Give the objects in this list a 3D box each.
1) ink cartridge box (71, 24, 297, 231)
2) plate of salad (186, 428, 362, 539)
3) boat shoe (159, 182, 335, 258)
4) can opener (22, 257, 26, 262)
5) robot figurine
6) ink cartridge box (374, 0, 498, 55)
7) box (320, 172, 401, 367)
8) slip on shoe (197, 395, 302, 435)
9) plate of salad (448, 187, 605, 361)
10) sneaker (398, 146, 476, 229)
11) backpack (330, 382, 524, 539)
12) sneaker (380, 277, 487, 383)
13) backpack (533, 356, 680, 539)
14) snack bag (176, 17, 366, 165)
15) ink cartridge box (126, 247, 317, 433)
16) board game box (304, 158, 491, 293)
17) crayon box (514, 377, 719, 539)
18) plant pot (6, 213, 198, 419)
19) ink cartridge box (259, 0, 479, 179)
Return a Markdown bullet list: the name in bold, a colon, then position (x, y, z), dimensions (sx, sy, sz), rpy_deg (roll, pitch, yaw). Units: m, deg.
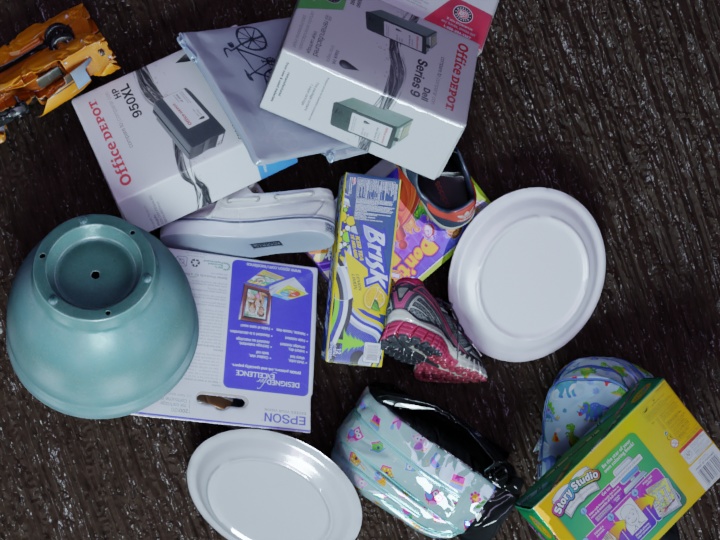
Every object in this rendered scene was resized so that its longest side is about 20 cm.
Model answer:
- **ink cartridge box**: position (-0.187, -0.148, 1.365), dimensions (0.198, 0.084, 0.146), rpy_deg (-26, 65, -7)
- **plate of salad**: position (-0.091, 0.240, 1.384), dimensions (0.197, 0.048, 0.202), rpy_deg (9, 128, 12)
- **boat shoe**: position (-0.122, -0.067, 1.396), dimensions (0.199, 0.075, 0.087), rpy_deg (-4, 66, 19)
- **can opener**: position (-0.292, 0.057, 1.401), dimensions (0.201, 0.052, 0.066), rpy_deg (52, 49, -7)
- **robot figurine**: position (-0.357, -0.198, 1.351), dimensions (0.199, 0.145, 0.058), rpy_deg (-33, 132, -4)
- **ink cartridge box**: position (0.085, -0.337, 1.408), dimensions (0.144, 0.083, 0.202), rpy_deg (23, 70, -8)
- **box**: position (0.000, 0.000, 1.380), dimensions (0.063, 0.070, 0.203), rpy_deg (7, 89, -6)
- **slip on shoe**: position (-0.153, 0.134, 1.408), dimensions (0.198, 0.061, 0.077), rpy_deg (25, 56, -9)
- **plate of salad**: position (0.187, 0.004, 1.455), dimensions (0.197, 0.048, 0.203), rpy_deg (-6, 107, -19)
- **sneaker**: position (0.064, -0.138, 1.381), dimensions (0.075, 0.085, 0.201), rpy_deg (-37, 89, -6)
- **backpack**: position (0.068, 0.211, 1.399), dimensions (0.199, 0.167, 0.127), rpy_deg (32, 88, 0)
- **sneaker**: position (0.087, 0.073, 1.391), dimensions (0.080, 0.200, 0.076), rpy_deg (-3, 67, 23)
- **backpack**: position (0.274, 0.197, 1.431), dimensions (0.153, 0.162, 0.203), rpy_deg (26, 70, -49)
- **snack bag**: position (-0.070, -0.187, 1.330), dimensions (0.198, 0.021, 0.190), rpy_deg (-16, 63, -35)
- **ink cartridge box**: position (-0.147, 0.079, 1.373), dimensions (0.195, 0.044, 0.202), rpy_deg (8, 59, -11)
- **board game box**: position (0.039, -0.052, 1.445), dimensions (0.200, 0.045, 0.135), rpy_deg (-40, 96, -6)
- **crayon box**: position (0.271, 0.221, 1.324), dimensions (0.200, 0.058, 0.119), rpy_deg (-41, 94, -13)
- **plant pot**: position (-0.260, 0.028, 1.276), dimensions (0.197, 0.135, 0.203), rpy_deg (3, 60, -6)
- **ink cartridge box**: position (0.014, -0.200, 1.308), dimensions (0.198, 0.084, 0.147), rpy_deg (21, 46, -8)
